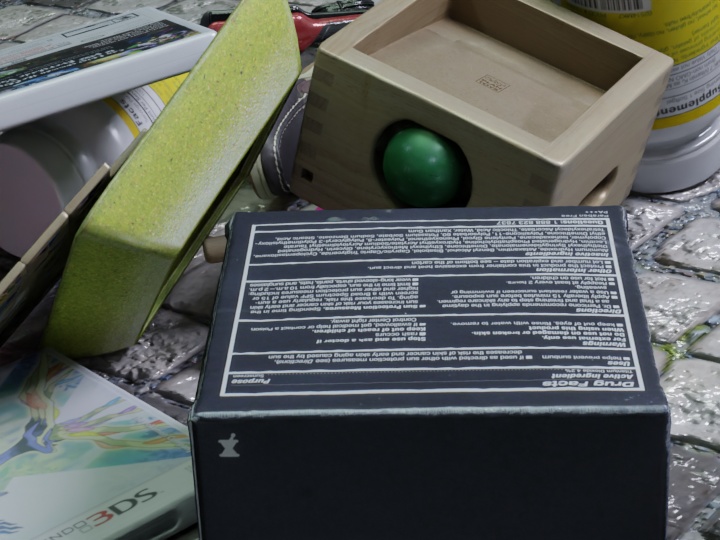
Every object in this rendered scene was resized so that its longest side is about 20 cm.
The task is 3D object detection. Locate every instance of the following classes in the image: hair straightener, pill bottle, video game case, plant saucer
[{"bbox_3d":[-0.038,-0.215,1.581,0.200,0.041,0.077,-13,26,-10],"label":"hair straightener"},{"bbox_3d":[0.178,-0.153,1.184,0.114,0.200,0.114,-8,42,8],"label":"pill bottle"},{"bbox_3d":[-0.185,0.109,0.969,0.182,0.022,0.200,-25,30,-32],"label":"video game case"},{"bbox_3d":[-0.170,-0.086,1.269,0.111,0.111,0.200,8,29,30],"label":"pill bottle"},{"bbox_3d":[-0.101,-0.046,1.072,0.048,0.200,0.200,32,62,-1],"label":"plant saucer"},{"bbox_3d":[-0.201,-0.120,1.175,0.200,0.023,0.182,-19,17,-15],"label":"video game case"}]

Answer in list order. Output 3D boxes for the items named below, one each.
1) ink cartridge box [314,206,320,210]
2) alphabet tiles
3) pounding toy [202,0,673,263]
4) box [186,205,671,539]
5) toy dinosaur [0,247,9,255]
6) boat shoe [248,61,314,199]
[{"bbox_3d":[0.000,0.000,1.132,0.095,0.037,0.200,3,26,21],"label":"ink cartridge box"},{"bbox_3d":[-0.174,-0.004,1.046,0.166,0.006,0.200,-51,2,-11],"label":"alphabet tiles"},{"bbox_3d":[0.044,-0.065,1.096,0.184,0.142,0.200,28,39,18],"label":"pounding toy"},{"bbox_3d":[0.031,0.065,0.870,0.200,0.123,0.198,-1,26,3],"label":"box"},{"bbox_3d":[-0.333,-0.035,1.247,0.200,0.105,0.181,-17,6,5],"label":"toy dinosaur"},{"bbox_3d":[-0.021,-0.106,1.316,0.065,0.072,0.200,-2,20,23],"label":"boat shoe"}]
